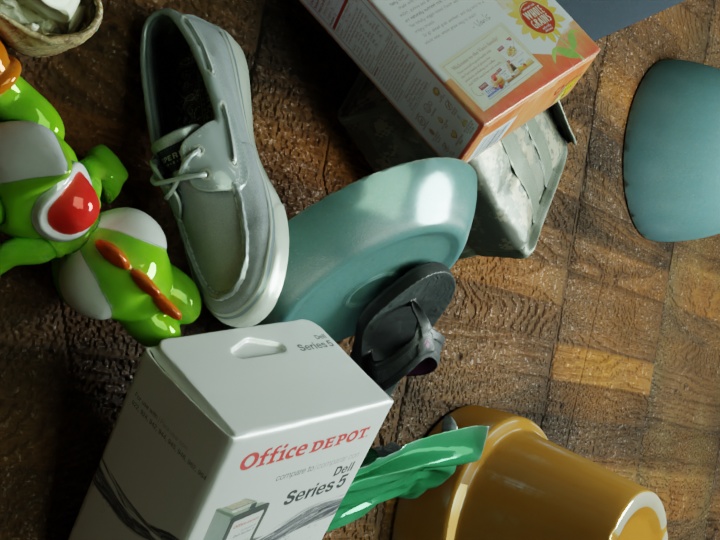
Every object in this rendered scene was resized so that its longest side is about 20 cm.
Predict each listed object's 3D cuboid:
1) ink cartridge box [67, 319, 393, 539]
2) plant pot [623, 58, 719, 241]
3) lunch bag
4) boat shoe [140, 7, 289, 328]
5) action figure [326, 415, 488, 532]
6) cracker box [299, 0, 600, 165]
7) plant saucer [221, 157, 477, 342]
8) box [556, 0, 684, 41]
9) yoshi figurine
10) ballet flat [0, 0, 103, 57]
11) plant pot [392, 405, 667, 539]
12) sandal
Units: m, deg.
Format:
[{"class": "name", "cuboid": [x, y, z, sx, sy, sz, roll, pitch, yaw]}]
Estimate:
[{"class": "ink cartridge box", "cuboid": [-0.087, 0.140, 0.745, 0.144, 0.084, 0.202, -7, 129, -51]}, {"class": "plant pot", "cuboid": [0.391, -0.127, 1.343, 0.199, 0.133, 0.204, -13, 106, -51]}, {"class": "lunch bag", "cuboid": [0.092, -0.133, 0.972, 0.165, 0.116, 0.202, 56, 46, -36]}, {"class": "boat shoe", "cuboid": [-0.097, -0.064, 0.729, 0.071, 0.069, 0.204, 22, 49, -53]}, {"class": "action figure", "cuboid": [-0.010, 0.156, 0.919, 0.198, 0.055, 0.119, -9, 145, -38]}, {"class": "cracker box", "cuboid": [0.050, -0.181, 0.843, 0.133, 0.058, 0.201, -33, 78, -35]}, {"class": "plant saucer", "cuboid": [0.000, 0.000, 0.824, 0.199, 0.200, 0.036, -4, 59, -52]}, {"class": "box", "cuboid": [0.185, -0.299, 0.973, 0.107, 0.147, 0.203, 39, 39, -47]}, {"class": "yoshi figurine", "cuboid": [-0.174, -0.032, 0.682, 0.200, 0.112, 0.113, 49, 19, -29]}, {"class": "ballet flat", "cuboid": [-0.202, -0.178, 0.618, 0.199, 0.065, 0.071, 36, 69, -49]}, {"class": "plant pot", "cuboid": [0.156, 0.233, 1.061, 0.199, 0.181, 0.204, -13, 107, -50]}, {"class": "sandal", "cuboid": [0.027, 0.066, 0.882, 0.075, 0.048, 0.202, -20, 151, -31]}]
